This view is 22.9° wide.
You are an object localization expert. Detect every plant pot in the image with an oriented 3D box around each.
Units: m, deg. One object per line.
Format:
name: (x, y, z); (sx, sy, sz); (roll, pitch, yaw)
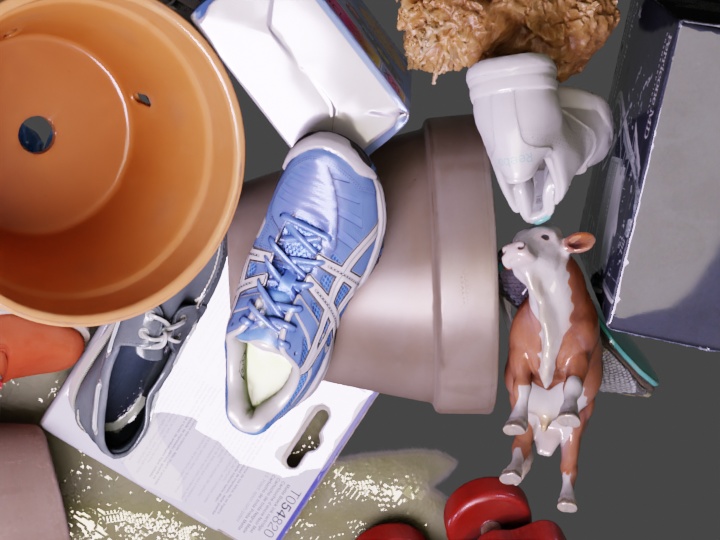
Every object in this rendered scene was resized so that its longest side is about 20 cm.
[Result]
plant pot: (-0.299, 0.183, 1.260); (0.173, 0.200, 0.202); (-13, 107, -14)
plant pot: (-0.185, -0.076, 1.089); (0.198, 0.140, 0.203); (-4, 100, -22)
plant pot: (0.000, 0.000, 1.184); (0.171, 0.200, 0.202); (-3, 106, -1)

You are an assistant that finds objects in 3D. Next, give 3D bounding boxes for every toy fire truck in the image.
toy fire truck: (0.083, 0.265, 1.323); (0.198, 0.113, 0.169); (-25, 123, 8)

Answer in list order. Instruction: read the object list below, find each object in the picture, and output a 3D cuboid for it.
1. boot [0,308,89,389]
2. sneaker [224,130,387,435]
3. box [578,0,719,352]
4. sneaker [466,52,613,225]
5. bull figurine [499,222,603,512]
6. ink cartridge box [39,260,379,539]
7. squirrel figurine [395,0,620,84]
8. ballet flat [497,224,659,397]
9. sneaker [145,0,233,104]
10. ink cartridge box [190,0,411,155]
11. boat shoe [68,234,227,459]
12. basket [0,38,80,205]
boot: (-0.273, 0.079, 1.215); (0.198, 0.075, 0.108); (-6, 66, -30)
sneaker: (-0.036, 0.013, 1.067); (0.075, 0.077, 0.202); (18, 118, 9)
box: (0.228, -0.072, 1.173); (0.123, 0.197, 0.202); (10, 105, -4)
sneaker: (0.113, -0.071, 1.109); (0.074, 0.200, 0.090); (-10, 80, 21)
bull figurine: (0.120, 0.063, 1.130); (0.064, 0.122, 0.201); (3, 146, 14)
ink cartridge box: (-0.100, 0.080, 1.294); (0.199, 0.041, 0.201); (32, 102, -8)
squirrel figurine: (0.066, -0.203, 1.131); (0.186, 0.201, 0.142); (31, 111, -21)
ballet flat: (0.143, 0.040, 1.242); (0.072, 0.072, 0.200); (-34, 136, 9)
sneaker: (-0.134, -0.183, 1.197); (0.074, 0.082, 0.202); (-22, 105, 6)
ink cartridge box: (-0.033, -0.150, 1.146); (0.076, 0.200, 0.137); (-36, 103, 10)
boat shoe: (-0.137, 0.042, 1.209); (0.072, 0.062, 0.201); (14, 119, -34)
basket: (-0.290, -0.093, 1.193); (0.175, 0.139, 0.202); (17, 114, -6)
